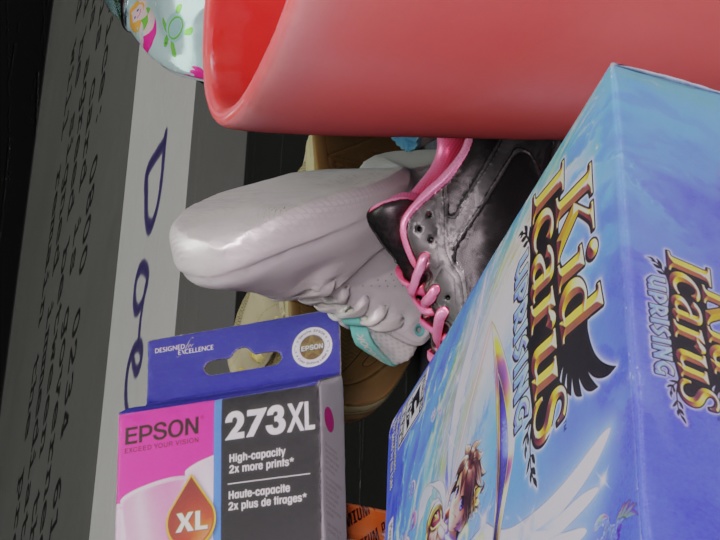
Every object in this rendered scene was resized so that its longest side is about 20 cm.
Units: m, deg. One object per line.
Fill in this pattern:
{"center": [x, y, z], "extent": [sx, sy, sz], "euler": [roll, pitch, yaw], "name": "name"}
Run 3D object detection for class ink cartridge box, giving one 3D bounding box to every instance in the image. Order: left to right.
{"center": [-0.054, 0.109, 0.815], "extent": [0.037, 0.095, 0.200], "euler": [53, -148, -57], "name": "ink cartridge box"}

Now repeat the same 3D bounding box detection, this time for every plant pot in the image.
{"center": [0.053, -0.128, 0.658], "extent": [0.200, 0.177, 0.201], "euler": [-170, 90, -76], "name": "plant pot"}

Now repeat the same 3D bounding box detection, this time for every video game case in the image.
{"center": [0.054, 0.075, 0.537], "extent": [0.181, 0.045, 0.200], "euler": [120, 160, -46], "name": "video game case"}

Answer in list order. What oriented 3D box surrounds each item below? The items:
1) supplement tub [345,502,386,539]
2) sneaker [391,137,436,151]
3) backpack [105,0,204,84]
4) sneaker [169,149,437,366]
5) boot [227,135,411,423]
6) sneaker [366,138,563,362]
{"center": [-0.035, 0.203, 0.863], "extent": [0.123, 0.122, 0.200], "euler": [153, 125, -71], "name": "supplement tub"}
{"center": [0.031, -0.145, 0.864], "extent": [0.077, 0.081, 0.200], "euler": [101, 156, -63], "name": "sneaker"}
{"center": [-0.033, -0.156, 1.000], "extent": [0.200, 0.177, 0.151], "euler": [-121, 38, -61], "name": "backpack"}
{"center": [0.000, 0.000, 0.825], "extent": [0.075, 0.200, 0.089], "euler": [3, 101, 37], "name": "sneaker"}
{"center": [-0.024, 0.032, 1.029], "extent": [0.200, 0.073, 0.156], "euler": [-92, 20, -43], "name": "boot"}
{"center": [0.044, 0.004, 0.770], "extent": [0.079, 0.095, 0.200], "euler": [165, 114, -70], "name": "sneaker"}
